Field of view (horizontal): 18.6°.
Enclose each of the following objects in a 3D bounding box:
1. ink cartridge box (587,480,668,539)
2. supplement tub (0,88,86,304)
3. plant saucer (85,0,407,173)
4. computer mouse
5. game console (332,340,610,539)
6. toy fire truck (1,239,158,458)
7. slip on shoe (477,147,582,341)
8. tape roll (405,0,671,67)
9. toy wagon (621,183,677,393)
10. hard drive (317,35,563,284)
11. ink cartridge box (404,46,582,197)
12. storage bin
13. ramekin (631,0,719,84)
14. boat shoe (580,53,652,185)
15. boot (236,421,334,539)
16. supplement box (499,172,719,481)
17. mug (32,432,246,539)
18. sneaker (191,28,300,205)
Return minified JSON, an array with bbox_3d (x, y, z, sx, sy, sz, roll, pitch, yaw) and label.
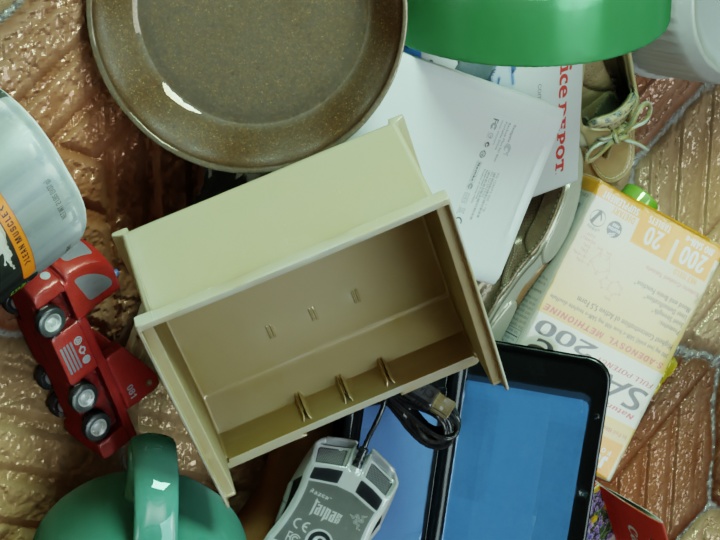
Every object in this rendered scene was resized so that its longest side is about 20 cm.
[{"bbox_3d":[0.156,0.201,1.695,0.050,0.200,0.109,-39,132,-22],"label":"ink cartridge box"},{"bbox_3d":[-0.266,-0.010,1.255,0.200,0.122,0.123,-40,132,-21],"label":"supplement tub"},{"bbox_3d":[-0.069,-0.162,1.358,0.037,0.199,0.202,-71,175,-76],"label":"plant saucer"},{"bbox_3d":[-0.016,0.152,1.512,0.109,0.044,0.201,28,96,-4],"label":"computer mouse"},{"bbox_3d":[0.071,0.154,1.569,0.175,0.116,0.202,-4,106,-48],"label":"game console"},{"bbox_3d":[-0.145,0.046,1.448,0.141,0.049,0.201,-37,130,-24],"label":"toy fire truck"},{"bbox_3d":[0.097,-0.018,1.634,0.060,0.076,0.201,26,96,-31],"label":"slip on shoe"},{"bbox_3d":[0.107,-0.192,1.457,0.200,0.200,0.048,-21,123,-34],"label":"tape roll"},{"bbox_3d":[0.198,0.031,1.768,0.155,0.039,0.200,-49,135,-12],"label":"toy wagon"},{"bbox_3d":[0.041,-0.071,1.461,0.199,0.026,0.133,14,101,-42],"label":"hard drive"},{"bbox_3d":[0.057,-0.114,1.533,0.199,0.086,0.147,-19,122,-32],"label":"ink cartridge box"},{"bbox_3d":[-0.028,0.032,1.382,0.199,0.094,0.199,-23,135,-2],"label":"storage bin"},{"bbox_3d":[0.271,-0.234,1.666,0.202,0.094,0.204,-21,123,-35],"label":"ramekin"},{"bbox_3d":[0.174,-0.137,1.646,0.073,0.063,0.201,-42,133,-21],"label":"boat shoe"},{"bbox_3d":[-0.049,0.124,1.564,0.200,0.073,0.156,-35,131,-40],"label":"boot"},{"bbox_3d":[0.172,0.041,1.666,0.125,0.073,0.201,25,91,-22],"label":"supplement box"},{"bbox_3d":[-0.149,0.215,1.439,0.151,0.115,0.186,-26,124,8],"label":"mug"},{"bbox_3d":[-0.063,-0.087,1.456,0.086,0.080,0.201,-20,129,-54],"label":"sneaker"}]
